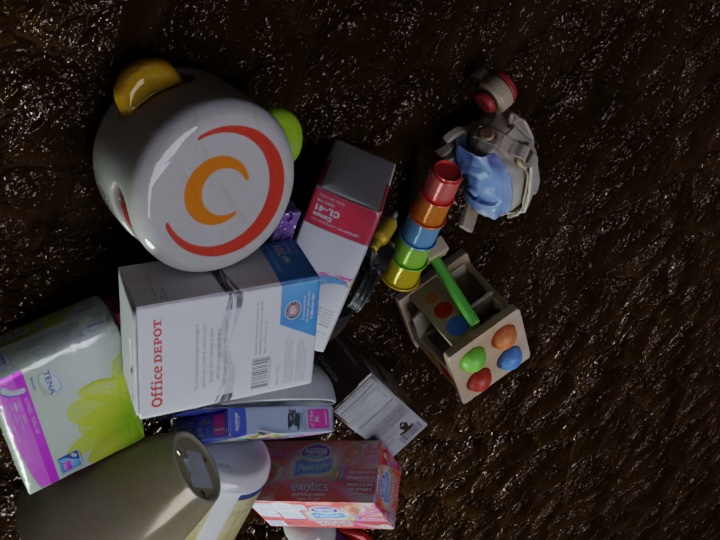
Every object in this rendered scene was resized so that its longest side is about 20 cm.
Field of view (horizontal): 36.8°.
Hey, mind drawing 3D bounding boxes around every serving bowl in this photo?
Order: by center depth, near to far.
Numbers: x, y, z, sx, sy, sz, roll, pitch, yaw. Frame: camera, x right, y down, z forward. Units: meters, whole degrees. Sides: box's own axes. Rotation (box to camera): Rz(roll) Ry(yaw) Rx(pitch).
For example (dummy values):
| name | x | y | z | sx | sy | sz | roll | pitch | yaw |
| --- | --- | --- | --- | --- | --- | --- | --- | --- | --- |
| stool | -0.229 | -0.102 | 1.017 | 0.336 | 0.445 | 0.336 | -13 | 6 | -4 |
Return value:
| name | x | y | z | sx | sy | sz | roll | pitch | yaw |
| --- | --- | --- | --- | --- | --- | --- | --- | --- | --- |
| serving bowl | -0.131 | 0.143 | 1.377 | 0.197 | 0.067 | 0.200 | -4 | 169 | -1 |

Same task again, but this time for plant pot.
| name | x | y | z | sx | sy | sz | roll | pitch | yaw |
| --- | --- | --- | --- | --- | --- | --- | --- | --- | --- |
| plant pot | -0.273 | 0.281 | 1.302 | 0.199 | 0.189 | 0.187 | -30 | 144 | 14 |

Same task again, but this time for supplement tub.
| name | x | y | z | sx | sy | sz | roll | pitch | yaw |
| --- | --- | --- | --- | --- | --- | --- | --- | --- | --- |
| supplement tub | -0.220 | 0.305 | 1.446 | 0.143 | 0.145 | 0.201 | 5 | 123 | -43 |

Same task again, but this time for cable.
| name | x | y | z | sx | sy | sz | roll | pitch | yaw |
| --- | --- | --- | --- | --- | --- | --- | --- | --- | --- |
| cable | 0.000 | 0.000 | 1.338 | 0.097 | 0.050 | 0.200 | -50 | -177 | 30 |

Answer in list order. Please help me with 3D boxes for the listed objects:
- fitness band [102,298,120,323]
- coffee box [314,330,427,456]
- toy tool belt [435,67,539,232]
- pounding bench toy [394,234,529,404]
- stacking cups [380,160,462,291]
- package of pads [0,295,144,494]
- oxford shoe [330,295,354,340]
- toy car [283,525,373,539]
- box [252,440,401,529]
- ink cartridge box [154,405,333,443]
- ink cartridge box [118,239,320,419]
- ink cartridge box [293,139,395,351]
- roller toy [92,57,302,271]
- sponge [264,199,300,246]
| name | x | y | z | sx | sy | sz | roll | pitch | yaw |
| --- | --- | --- | --- | --- | --- | --- | --- | --- | --- |
| fitness band | -0.294 | 0.099 | 1.273 | 0.198 | 0.037 | 0.145 | -3 | 128 | -40 |
| coffee box | 0.002 | 0.171 | 1.533 | 0.080 | 0.115 | 0.200 | -42 | 141 | 2 |
| toy tool belt | 0.154 | -0.142 | 1.359 | 0.123 | 0.125 | 0.201 | -41 | 142 | -14 |
| pounding bench toy | 0.142 | 0.063 | 1.513 | 0.124 | 0.156 | 0.201 | -34 | 141 | -9 |
| stacking cups | 0.076 | -0.060 | 1.392 | 0.060 | 0.061 | 0.201 | -15 | 144 | -30 |
| package of pads | -0.326 | 0.138 | 1.201 | 0.153 | 0.068 | 0.202 | -25 | 137 | -22 |
| oxford shoe | -0.102 | 0.084 | 1.398 | 0.198 | 0.073 | 0.085 | -8 | 140 | -31 |
| toy car | -0.052 | 0.433 | 1.674 | 0.176 | 0.149 | 0.200 | -63 | 169 | 29 |
| box | -0.052 | 0.305 | 1.546 | 0.197 | 0.096 | 0.103 | -4 | 146 | 21 |
| ink cartridge box | -0.145 | 0.194 | 1.364 | 0.198 | 0.043 | 0.119 | 8 | 163 | -42 |
| ink cartridge box | -0.151 | 0.060 | 1.151 | 0.197 | 0.086 | 0.148 | -9 | 127 | -21 |
| ink cartridge box | -0.037 | -0.030 | 1.273 | 0.085 | 0.148 | 0.202 | 23 | 118 | -5 |
| roller toy | -0.174 | -0.106 | 1.098 | 0.198 | 0.140 | 0.184 | 12 | 108 | -42 |
| sponge | -0.131 | -0.015 | 1.242 | 0.030 | 0.112 | 0.202 | -7 | 131 | -36 |
